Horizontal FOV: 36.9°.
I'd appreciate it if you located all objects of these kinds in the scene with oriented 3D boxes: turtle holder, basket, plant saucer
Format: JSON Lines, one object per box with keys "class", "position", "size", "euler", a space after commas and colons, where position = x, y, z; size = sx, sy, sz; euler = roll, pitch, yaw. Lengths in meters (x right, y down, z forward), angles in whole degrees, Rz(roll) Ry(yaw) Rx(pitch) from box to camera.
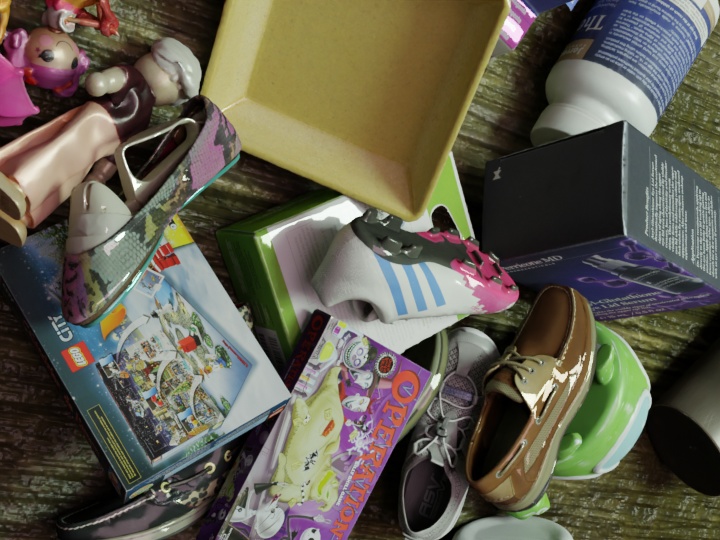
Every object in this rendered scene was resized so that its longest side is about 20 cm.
{"class": "turtle holder", "position": [0.198, 0.142, 1.009], "size": [0.132, 0.141, 0.186], "euler": [30, 65, -44]}
{"class": "basket", "position": [0.414, 0.138, 1.144], "size": [0.200, 0.136, 0.181], "euler": [-32, 109, -20]}
{"class": "plant saucer", "position": [-0.009, -0.163, 0.826], "size": [0.199, 0.048, 0.200], "euler": [23, 122, 2]}

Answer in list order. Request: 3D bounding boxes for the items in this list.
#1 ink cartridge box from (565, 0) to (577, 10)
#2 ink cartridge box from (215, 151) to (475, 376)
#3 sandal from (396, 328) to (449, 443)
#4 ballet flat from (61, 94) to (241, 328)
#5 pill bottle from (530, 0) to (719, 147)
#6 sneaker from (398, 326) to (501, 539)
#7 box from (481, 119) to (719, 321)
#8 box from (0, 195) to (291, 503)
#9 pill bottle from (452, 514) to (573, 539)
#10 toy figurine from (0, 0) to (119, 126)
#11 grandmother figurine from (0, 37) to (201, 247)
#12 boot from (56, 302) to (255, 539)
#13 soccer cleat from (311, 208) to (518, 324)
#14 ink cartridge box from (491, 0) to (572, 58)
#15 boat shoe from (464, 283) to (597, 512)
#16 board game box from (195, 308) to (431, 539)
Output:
{"class": "ink cartridge box", "position": [0.151, -0.346, 0.987], "size": [0.200, 0.042, 0.120], "euler": [39, 76, -25]}
{"class": "ink cartridge box", "position": [0.000, 0.000, 0.915], "size": [0.200, 0.076, 0.148], "euler": [-25, 107, -28]}
{"class": "sandal", "position": [0.010, 0.121, 0.935], "size": [0.057, 0.080, 0.201], "euler": [42, 74, -13]}
{"class": "ballet flat", "position": [-0.160, -0.052, 0.768], "size": [0.200, 0.069, 0.071], "euler": [-54, 129, -30]}
{"class": "pill bottle", "position": [0.244, -0.187, 1.016], "size": [0.111, 0.111, 0.200], "euler": [40, 75, -27]}
{"class": "sneaker", "position": [0.081, 0.150, 0.954], "size": [0.074, 0.082, 0.201], "euler": [12, 94, 12]}
{"class": "box", "position": [0.224, -0.036, 0.969], "size": [0.200, 0.148, 0.105], "euler": [21, 65, -41]}
{"class": "box", "position": [-0.161, 0.046, 0.788], "size": [0.136, 0.038, 0.200], "euler": [-28, 76, -24]}
{"class": "pill bottle", "position": [0.146, 0.343, 1.013], "size": [0.115, 0.116, 0.201], "euler": [-8, 100, -29]}
{"class": "toy figurine", "position": [-0.225, -0.190, 0.754], "size": [0.200, 0.150, 0.185], "euler": [8, 106, -55]}
{"class": "grandmother figurine", "position": [-0.189, -0.106, 0.784], "size": [0.061, 0.121, 0.200], "euler": [42, 57, 1]}
{"class": "boot", "position": [-0.154, 0.121, 0.843], "size": [0.203, 0.073, 0.154], "euler": [-17, 99, -28]}
{"class": "soccer cleat", "position": [0.044, 0.009, 0.868], "size": [0.200, 0.070, 0.086], "euler": [17, 122, -43]}
{"class": "ink cartridge box", "position": [0.032, -0.234, 0.835], "size": [0.196, 0.200, 0.043], "euler": [39, 64, -27]}
{"class": "boat shoe", "position": [0.144, 0.105, 0.926], "size": [0.074, 0.076, 0.201], "euler": [29, 74, -40]}
{"class": "board game box", "position": [-0.034, 0.144, 0.856], "size": [0.120, 0.032, 0.201], "euler": [31, 83, -40]}
